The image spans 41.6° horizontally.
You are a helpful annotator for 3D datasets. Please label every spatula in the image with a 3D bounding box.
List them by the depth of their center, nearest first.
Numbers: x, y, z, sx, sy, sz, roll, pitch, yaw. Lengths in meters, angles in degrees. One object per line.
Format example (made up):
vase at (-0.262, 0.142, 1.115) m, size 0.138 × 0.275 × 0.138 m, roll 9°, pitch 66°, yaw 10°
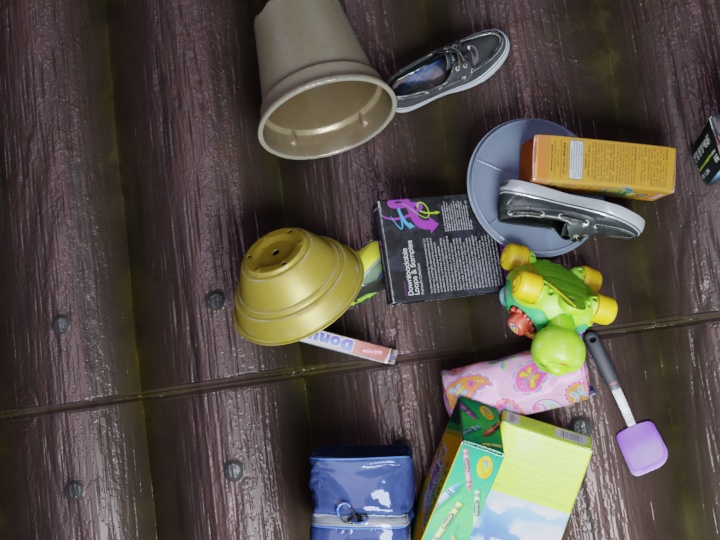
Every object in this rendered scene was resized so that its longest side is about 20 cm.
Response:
spatula at (0.353, 0.175, 1.282) m, size 0.056 × 0.021 × 0.201 m, roll -24°, pitch 79°, yaw 8°

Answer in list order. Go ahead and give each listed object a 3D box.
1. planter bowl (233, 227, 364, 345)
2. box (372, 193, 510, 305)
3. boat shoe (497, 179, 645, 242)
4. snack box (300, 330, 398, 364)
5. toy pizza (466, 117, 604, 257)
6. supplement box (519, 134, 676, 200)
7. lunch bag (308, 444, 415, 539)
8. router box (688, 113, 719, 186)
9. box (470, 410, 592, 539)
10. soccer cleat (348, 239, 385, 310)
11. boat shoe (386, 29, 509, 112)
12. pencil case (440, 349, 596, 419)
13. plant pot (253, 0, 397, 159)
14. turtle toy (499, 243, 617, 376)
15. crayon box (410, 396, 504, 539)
planter bowl at (-0.101, 0.001, 1.297) m, size 0.200 × 0.084 × 0.201 m, roll -16°, pitch 39°, yaw 13°
box at (0.123, -0.033, 1.304) m, size 0.199 × 0.036 × 0.144 m, roll -5°, pitch 81°, yaw -17°
boat shoe at (0.277, -0.068, 1.264) m, size 0.199 × 0.069 × 0.057 m, roll 15°, pitch 79°, yaw 0°
snack box at (-0.049, 0.097, 1.338) m, size 0.199 × 0.072 × 0.024 m, roll 14°, pitch 85°, yaw 11°
toy pizza at (0.241, -0.114, 1.315) m, size 0.199 × 0.032 × 0.201 m, roll 2°, pitch 77°, yaw -10°
supplement box at (0.320, -0.138, 1.278) m, size 0.199 × 0.067 × 0.069 m, roll 3°, pitch 84°, yaw -7°
lunch bag at (0.003, 0.302, 1.238) m, size 0.135 × 0.200 × 0.133 m, roll -1°, pitch 85°, yaw 5°
router box at (0.543, -0.187, 1.229) m, size 0.199 × 0.150 × 0.062 m, roll -21°, pitch 79°, yaw 7°
box at (0.217, 0.298, 1.249) m, size 0.122 × 0.048 × 0.201 m, roll 17°, pitch 107°, yaw 7°
soccer cleat at (0.001, 0.000, 1.355) m, size 0.199 × 0.065 × 0.084 m, roll -16°, pitch 57°, yaw 10°
boat shoe at (0.121, -0.293, 1.360) m, size 0.199 × 0.066 × 0.070 m, roll -23°, pitch 80°, yaw 7°
pencil case at (0.210, 0.153, 1.280) m, size 0.199 × 0.087 × 0.088 m, roll -16°, pitch 80°, yaw 8°
plant pot at (-0.069, -0.288, 1.343) m, size 0.200 × 0.200 × 0.184 m, roll -19°, pitch 69°, yaw 7°
turtle toy at (0.247, 0.054, 1.226) m, size 0.145 × 0.200 × 0.101 m, roll 17°, pitch 117°, yaw -12°
crayon box at (0.122, 0.281, 1.223) m, size 0.058 × 0.119 × 0.201 m, roll 18°, pitch 109°, yaw -3°
